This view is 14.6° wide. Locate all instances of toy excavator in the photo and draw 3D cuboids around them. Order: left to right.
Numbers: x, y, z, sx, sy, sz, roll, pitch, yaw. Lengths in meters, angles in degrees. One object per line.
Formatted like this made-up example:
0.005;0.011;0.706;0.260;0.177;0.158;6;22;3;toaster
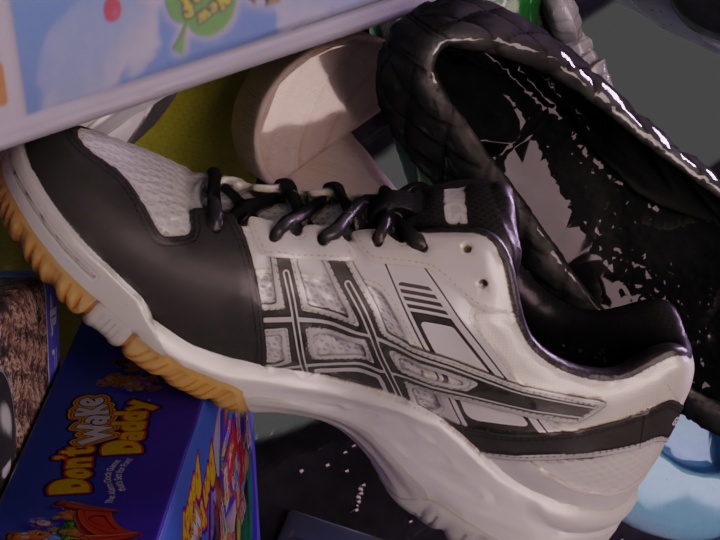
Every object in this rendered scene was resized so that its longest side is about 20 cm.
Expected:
0.070;0.014;0.857;0.199;0.100;0.196;-10;102;-14;toy excavator

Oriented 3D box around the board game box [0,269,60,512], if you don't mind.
-0.138;0.091;0.692;0.096;0.200;0.161;0;98;5;board game box

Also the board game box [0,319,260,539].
-0.060;0.101;0.758;0.044;0.200;0.135;-1;111;5;board game box

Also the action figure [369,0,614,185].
0.054;-0.036;0.915;0.118;0.055;0.201;-24;105;-17;action figure

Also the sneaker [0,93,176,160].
-0.049;-0.101;0.788;0.200;0.076;0.077;-44;151;-23;sneaker

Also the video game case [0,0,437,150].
-0.046;-0.140;0.727;0.199;0.022;0.183;-22;116;-38;video game case

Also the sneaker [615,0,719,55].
0.118;-0.139;0.858;0.075;0.115;0.200;-43;158;-24;sneaker

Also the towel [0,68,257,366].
-0.067;-0.051;0.850;0.086;0.018;0.202;10;90;-32;towel

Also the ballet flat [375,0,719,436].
0.084;-0.002;0.789;0.199;0.057;0.067;36;98;-7;ballet flat

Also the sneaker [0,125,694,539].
0.000;0.000;0.759;0.199;0.076;0.088;29;113;-16;sneaker

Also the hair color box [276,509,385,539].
0.057;0.132;0.847;0.099;0.199;0.061;29;79;-35;hair color box
